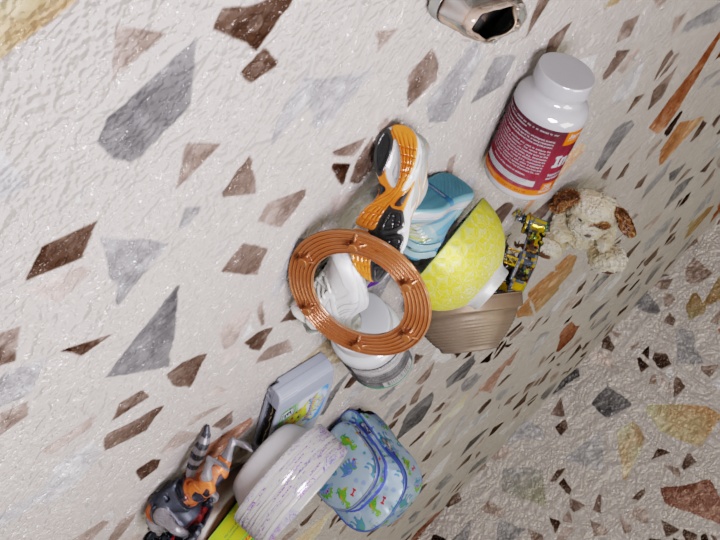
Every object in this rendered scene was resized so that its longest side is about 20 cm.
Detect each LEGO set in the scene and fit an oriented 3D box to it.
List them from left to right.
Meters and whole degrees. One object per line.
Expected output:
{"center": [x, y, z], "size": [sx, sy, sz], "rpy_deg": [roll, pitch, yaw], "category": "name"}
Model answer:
{"center": [0.254, -0.020, 1.796], "size": [0.201, 0.115, 0.155], "rpy_deg": [104, 7, -57], "category": "LEGO set"}

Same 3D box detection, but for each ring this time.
{"center": [-0.005, 0.034, 1.260], "size": [0.019, 0.199, 0.201], "rpy_deg": [-56, 170, -45], "category": "ring"}

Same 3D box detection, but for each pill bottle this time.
{"center": [0.015, 0.108, 1.526], "size": [0.113, 0.113, 0.200], "rpy_deg": [-43, 158, -7], "category": "pill bottle"}
{"center": [0.262, -0.209, 1.432], "size": [0.113, 0.113, 0.201], "rpy_deg": [-29, 152, -37], "category": "pill bottle"}

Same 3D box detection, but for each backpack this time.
{"center": [0.001, 0.385, 1.857], "size": [0.183, 0.200, 0.147], "rpy_deg": [-50, 158, 12], "category": "backpack"}

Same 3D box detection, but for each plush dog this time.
{"center": [0.446, -0.100, 1.922], "size": [0.172, 0.198, 0.162], "rpy_deg": [101, 5, -69], "category": "plush dog"}

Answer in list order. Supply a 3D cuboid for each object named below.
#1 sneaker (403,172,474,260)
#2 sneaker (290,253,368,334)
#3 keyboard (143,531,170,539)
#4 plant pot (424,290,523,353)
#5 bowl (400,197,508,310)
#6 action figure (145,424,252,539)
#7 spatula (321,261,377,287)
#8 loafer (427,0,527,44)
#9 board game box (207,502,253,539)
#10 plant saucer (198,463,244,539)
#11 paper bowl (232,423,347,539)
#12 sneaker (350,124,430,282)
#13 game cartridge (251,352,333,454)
{"center": [0.077, -0.063, 1.394], "size": [0.199, 0.079, 0.131], "rpy_deg": [-14, 140, -52], "category": "sneaker"}
{"center": [-0.045, 0.039, 1.337], "size": [0.098, 0.078, 0.201], "rpy_deg": [-12, 148, -12], "category": "sneaker"}
{"center": [-0.289, 0.446, 1.651], "size": [0.199, 0.040, 0.105], "rpy_deg": [-16, 143, -50], "category": "keyboard"}
{"center": [0.182, 0.090, 1.679], "size": [0.199, 0.094, 0.201], "rpy_deg": [-7, 178, 0], "category": "plant pot"}
{"center": [0.165, -0.003, 1.533], "size": [0.200, 0.108, 0.200], "rpy_deg": [-49, 179, -1], "category": "bowl"}
{"center": [-0.252, 0.321, 1.483], "size": [0.193, 0.105, 0.200], "rpy_deg": [-45, -172, 12], "category": "action figure"}
{"center": [0.000, 0.000, 1.430], "size": [0.057, 0.021, 0.199], "rpy_deg": [-45, 154, 21], "category": "spatula"}
{"center": [0.150, -0.293, 1.152], "size": [0.199, 0.063, 0.072], "rpy_deg": [-10, 138, -56], "category": "loafer"}
{"center": [-0.175, 0.410, 1.670], "size": [0.200, 0.047, 0.102], "rpy_deg": [-50, 157, -30], "category": "board game box"}
{"center": [-0.232, 0.420, 1.658], "size": [0.201, 0.032, 0.201], "rpy_deg": [-51, 159, -28], "category": "plant saucer"}
{"center": [-0.121, 0.322, 1.541], "size": [0.201, 0.104, 0.201], "rpy_deg": [-48, 169, -13], "category": "paper bowl"}
{"center": [0.050, -0.082, 1.256], "size": [0.092, 0.075, 0.202], "rpy_deg": [-5, 114, -62], "category": "sneaker"}
{"center": [-0.108, 0.223, 1.606], "size": [0.133, 0.040, 0.201], "rpy_deg": [-34, 155, -38], "category": "game cartridge"}
